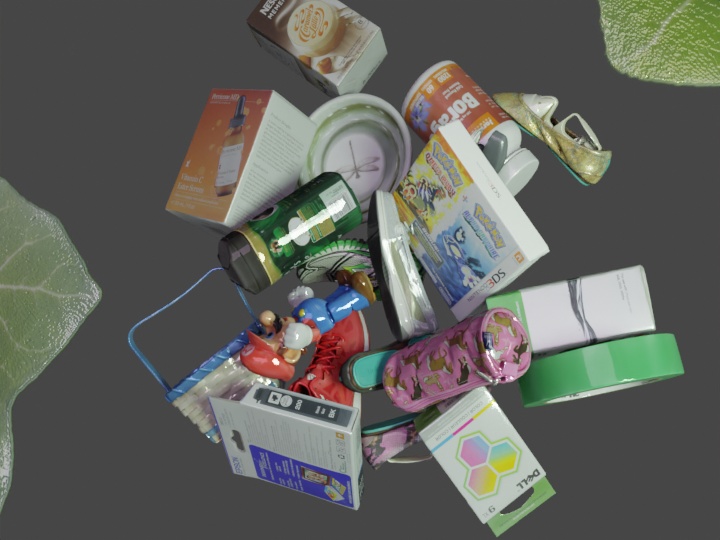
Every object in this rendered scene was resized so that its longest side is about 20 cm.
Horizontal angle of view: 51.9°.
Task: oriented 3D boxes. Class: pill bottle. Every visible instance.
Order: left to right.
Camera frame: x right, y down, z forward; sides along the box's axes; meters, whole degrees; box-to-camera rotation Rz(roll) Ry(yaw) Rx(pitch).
[{"bbox_3d":[0.158,-0.195,1.062,0.112,0.112,0.201,-41,72,0],"label":"pill bottle"}]

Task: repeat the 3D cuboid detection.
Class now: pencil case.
[{"bbox_3d":[0.112,0.114,0.904,0.198,0.086,0.084,-30,89,46],"label":"pencil case"}]

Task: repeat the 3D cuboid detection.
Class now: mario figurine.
[{"bbox_3d":[-0.079,0.058,0.977,0.198,0.124,0.106,-36,71,-22],"label":"mario figurine"}]

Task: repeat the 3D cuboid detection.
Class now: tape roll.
[{"bbox_3d":[0.292,0.126,0.913,0.195,0.201,0.050,-13,74,9],"label":"tape roll"}]

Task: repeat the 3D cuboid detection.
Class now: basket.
[{"bbox_3d":[-0.211,0.123,1.048,0.174,0.139,0.203,-33,98,2],"label":"basket"}]

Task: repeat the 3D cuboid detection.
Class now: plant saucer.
[{"bbox_3d":[-0.011,-0.162,1.118,0.194,0.050,0.207,-4,79,19],"label":"plant saucer"}]

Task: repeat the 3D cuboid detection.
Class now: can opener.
[{"bbox_3d":[0.139,-0.105,1.010,0.066,0.203,0.053,33,47,14],"label":"can opener"}]

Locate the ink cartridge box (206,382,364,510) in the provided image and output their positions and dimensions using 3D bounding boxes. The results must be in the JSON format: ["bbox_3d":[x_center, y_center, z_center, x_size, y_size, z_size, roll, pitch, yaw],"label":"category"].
[{"bbox_3d":[-0.093,0.230,0.983,0.194,0.201,0.044,12,48,13],"label":"ink cartridge box"}]

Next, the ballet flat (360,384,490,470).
[{"bbox_3d":[0.094,0.217,1.010,0.195,0.069,0.073,-23,91,4],"label":"ballet flat"}]

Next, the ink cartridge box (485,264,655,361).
[{"bbox_3d":[0.267,0.065,0.961,0.194,0.147,0.086,-13,76,10],"label":"ink cartridge box"}]

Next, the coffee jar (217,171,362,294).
[{"bbox_3d":[-0.099,-0.050,1.009,0.198,0.104,0.087,-34,107,-16],"label":"coffee jar"}]

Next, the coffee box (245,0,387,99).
[{"bbox_3d":[-0.069,-0.367,1.169,0.198,0.080,0.115,37,86,17],"label":"coffee box"}]

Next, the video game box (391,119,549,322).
[{"bbox_3d":[0.129,-0.058,0.965,0.046,0.183,0.202,-24,74,-35],"label":"video game box"}]

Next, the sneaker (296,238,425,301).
[{"bbox_3d":[0.000,0.000,1.071,0.194,0.078,0.088,-5,77,11],"label":"sneaker"}]

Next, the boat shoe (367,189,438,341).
[{"bbox_3d":[0.054,-0.010,1.006,0.063,0.074,0.208,-11,82,-14],"label":"boat shoe"}]

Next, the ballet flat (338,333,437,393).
[{"bbox_3d":[0.055,0.126,1.022,0.195,0.068,0.070,-3,79,-28],"label":"ballet flat"}]

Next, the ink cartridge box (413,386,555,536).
[{"bbox_3d":[0.165,0.247,0.949,0.103,0.059,0.202,-35,96,0],"label":"ink cartridge box"}]

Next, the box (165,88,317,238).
[{"bbox_3d":[-0.178,-0.154,1.104,0.150,0.106,0.205,12,79,41],"label":"box"}]

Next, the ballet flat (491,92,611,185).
[{"bbox_3d":[0.277,-0.208,1.060,0.071,0.071,0.200,-45,76,-1],"label":"ballet flat"}]

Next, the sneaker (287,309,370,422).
[{"bbox_3d":[-0.043,0.128,1.024,0.076,0.115,0.206,-10,75,26],"label":"sneaker"}]
